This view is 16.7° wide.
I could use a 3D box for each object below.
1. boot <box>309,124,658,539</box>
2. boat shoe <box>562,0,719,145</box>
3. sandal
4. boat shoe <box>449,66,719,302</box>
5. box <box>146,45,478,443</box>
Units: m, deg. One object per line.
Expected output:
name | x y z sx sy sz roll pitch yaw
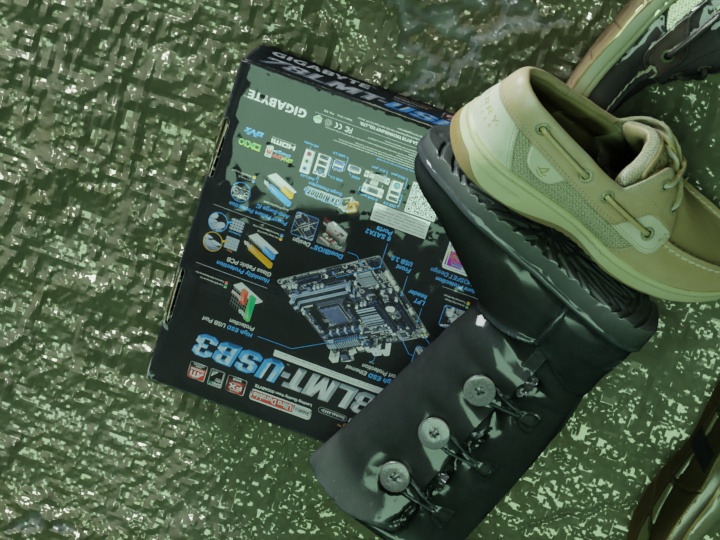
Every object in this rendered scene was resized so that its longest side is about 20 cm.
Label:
boot | 0.041 0.045 1.341 0.165 0.066 0.200 44 118 7
boat shoe | 0.175 -0.132 1.302 0.065 0.072 0.200 39 108 -3
sandal | 0.218 0.099 1.359 0.054 0.080 0.201 27 111 -13
boat shoe | 0.140 -0.045 1.295 0.199 0.072 0.065 28 131 -29
box | 0.000 0.000 1.386 0.199 0.050 0.200 19 109 5
